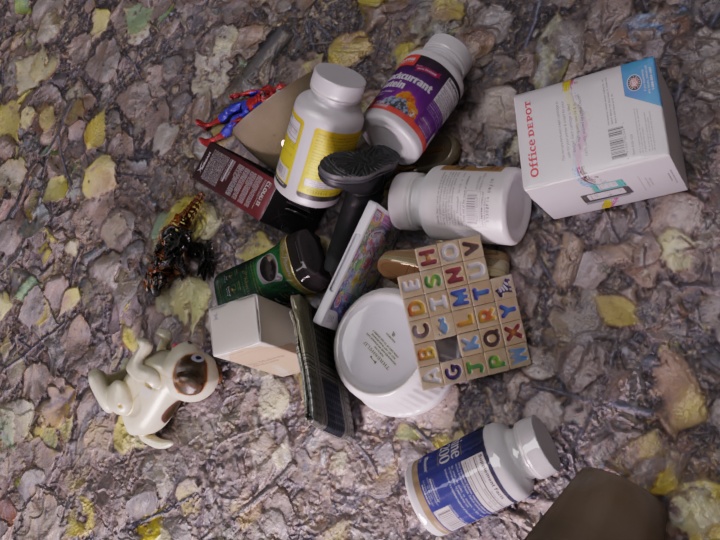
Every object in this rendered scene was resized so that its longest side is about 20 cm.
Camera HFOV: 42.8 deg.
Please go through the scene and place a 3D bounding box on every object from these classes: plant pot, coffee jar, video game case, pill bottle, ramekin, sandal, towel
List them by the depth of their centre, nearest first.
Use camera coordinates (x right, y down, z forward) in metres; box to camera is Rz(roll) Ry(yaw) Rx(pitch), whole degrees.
[{"bbox_3d":[0.297,0.352,1.147,0.199,0.200,0.175,20,70,32],"label":"plant pot"},{"bbox_3d":[0.170,0.279,1.271,0.199,0.111,0.112,-30,63,19],"label":"pill bottle"},{"bbox_3d":[0.148,-0.101,1.391,0.198,0.114,0.116,5,79,31],"label":"pill bottle"},{"bbox_3d":[0.050,0.118,1.397,0.200,0.094,0.205,-9,72,27],"label":"ramekin"},{"bbox_3d":[-0.063,0.151,1.397,0.034,0.193,0.202,-14,68,13],"label":"towel"},{"bbox_3d":[-0.058,-0.207,1.403,0.111,0.111,0.201,42,128,32],"label":"pill bottle"},{"bbox_3d":[0.000,0.000,1.430,0.018,0.143,0.202,25,89,21],"label":"video game case"},{"bbox_3d":[0.094,-0.276,1.450,0.111,0.112,0.201,20,65,32],"label":"pill bottle"},{"bbox_3d":[0.065,-0.185,1.498,0.198,0.054,0.081,-11,71,27],"label":"sandal"},{"bbox_3d":[-0.095,-0.232,1.544,0.199,0.200,0.135,-33,94,18],"label":"plant pot"},{"bbox_3d":[-0.145,0.015,1.544,0.199,0.085,0.105,-27,62,22],"label":"coffee jar"}]

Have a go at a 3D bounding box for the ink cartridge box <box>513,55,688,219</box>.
[{"bbox_3d":[0.335,-0.179,1.285,0.198,0.146,0.148,-12,71,27],"label":"ink cartridge box"}]

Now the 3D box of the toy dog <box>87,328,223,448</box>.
[{"bbox_3d":[-0.337,0.196,1.577,0.199,0.139,0.196,-26,77,21],"label":"toy dog"}]

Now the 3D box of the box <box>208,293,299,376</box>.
[{"bbox_3d":[-0.144,0.106,1.449,0.094,0.200,0.079,-18,68,24],"label":"box"}]

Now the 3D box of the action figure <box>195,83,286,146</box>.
[{"bbox_3d":[-0.218,-0.296,1.700,0.198,0.052,0.066,-23,62,20],"label":"action figure"}]

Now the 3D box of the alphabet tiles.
[{"bbox_3d":[0.147,0.056,1.323,0.165,0.008,0.202,-13,89,-7],"label":"alphabet tiles"}]

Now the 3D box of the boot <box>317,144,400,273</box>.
[{"bbox_3d":[-0.025,-0.084,1.414,0.066,0.164,0.201,42,128,28],"label":"boot"}]

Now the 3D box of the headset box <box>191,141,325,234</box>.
[{"bbox_3d":[-0.164,-0.129,1.558,0.199,0.148,0.076,32,96,33],"label":"headset box"}]

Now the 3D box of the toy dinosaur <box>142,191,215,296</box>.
[{"bbox_3d":[-0.338,-0.047,1.675,0.135,0.101,0.202,26,112,49],"label":"toy dinosaur"}]

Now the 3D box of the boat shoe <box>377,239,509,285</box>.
[{"bbox_3d":[0.125,-0.008,1.381,0.198,0.072,0.065,8,58,2],"label":"boat shoe"}]
